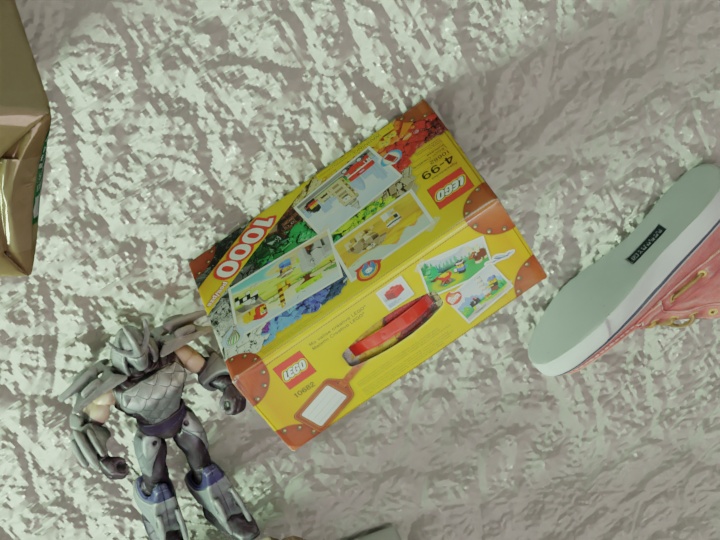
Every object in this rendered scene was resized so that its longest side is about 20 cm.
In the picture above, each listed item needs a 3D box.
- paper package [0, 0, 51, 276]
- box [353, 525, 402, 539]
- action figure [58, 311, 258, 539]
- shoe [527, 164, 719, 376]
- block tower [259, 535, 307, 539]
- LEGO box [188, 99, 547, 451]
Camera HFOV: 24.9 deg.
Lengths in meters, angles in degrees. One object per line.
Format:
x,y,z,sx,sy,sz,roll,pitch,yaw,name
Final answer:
-0.276,-0.090,0.896,0.190,0.200,0.104,0,121,-20,paper package
-0.028,0.341,1.284,0.198,0.131,0.201,-19,124,-7,box
-0.133,0.112,1.135,0.130,0.069,0.201,-24,129,-12,action figure
0.222,0.021,1.209,0.200,0.072,0.091,-46,118,6,shoe
-0.127,0.250,1.199,0.199,0.058,0.054,-23,155,17,block tower
0.000,0.000,1.074,0.200,0.149,0.077,-35,125,4,LEGO box
